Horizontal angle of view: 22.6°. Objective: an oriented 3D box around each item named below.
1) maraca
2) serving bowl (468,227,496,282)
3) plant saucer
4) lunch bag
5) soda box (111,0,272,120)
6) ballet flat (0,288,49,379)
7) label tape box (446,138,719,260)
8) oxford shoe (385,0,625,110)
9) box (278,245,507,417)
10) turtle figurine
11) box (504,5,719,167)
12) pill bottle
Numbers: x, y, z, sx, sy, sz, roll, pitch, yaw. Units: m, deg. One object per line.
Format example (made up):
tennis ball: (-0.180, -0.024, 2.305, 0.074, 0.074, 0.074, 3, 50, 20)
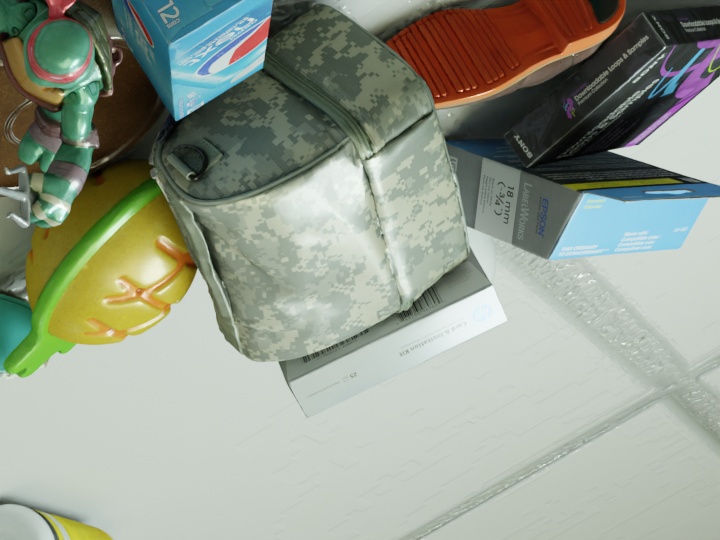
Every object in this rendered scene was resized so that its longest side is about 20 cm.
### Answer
maraca: (-0.176, 0.002, 1.225, 0.137, 0.107, 0.200, -30, 163, -52)
serving bowl: (0.021, 0.027, 1.464, 0.199, 0.066, 0.200, -14, 163, -4)
plant saucer: (-0.195, -0.103, 1.106, 0.199, 0.032, 0.200, -22, 155, -10)
lunch bag: (-0.039, -0.047, 1.164, 0.168, 0.139, 0.200, -39, 145, -18)
soda box: (-0.091, -0.140, 0.960, 0.064, 0.068, 0.200, -32, 178, -7)
ballet flat: (-0.311, 0.043, 1.257, 0.199, 0.072, 0.072, 4, 142, -43)
label tape box: (0.173, -0.049, 1.362, 0.144, 0.200, 0.064, -4, 108, -37)
oxford shoe: (0.090, -0.142, 1.250, 0.199, 0.071, 0.073, -19, 159, -15)
box: (0.000, 0.000, 1.292, 0.155, 0.200, 0.041, -26, 129, 0)
turtle figurine: (-0.172, -0.099, 0.928, 0.100, 0.150, 0.200, -26, -174, -10)
box: (0.209, -0.139, 1.350, 0.143, 0.036, 0.200, -42, 164, 32)
pill bottle: (-0.282, 0.286, 1.673, 0.112, 0.112, 0.200, -31, 154, 12)
